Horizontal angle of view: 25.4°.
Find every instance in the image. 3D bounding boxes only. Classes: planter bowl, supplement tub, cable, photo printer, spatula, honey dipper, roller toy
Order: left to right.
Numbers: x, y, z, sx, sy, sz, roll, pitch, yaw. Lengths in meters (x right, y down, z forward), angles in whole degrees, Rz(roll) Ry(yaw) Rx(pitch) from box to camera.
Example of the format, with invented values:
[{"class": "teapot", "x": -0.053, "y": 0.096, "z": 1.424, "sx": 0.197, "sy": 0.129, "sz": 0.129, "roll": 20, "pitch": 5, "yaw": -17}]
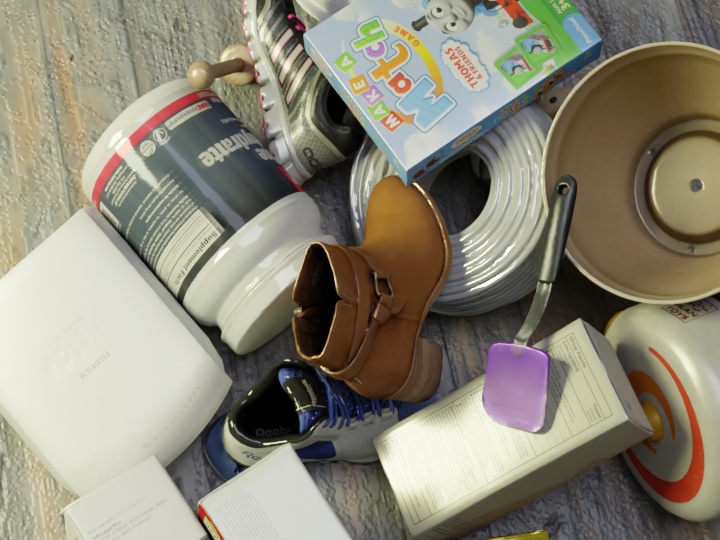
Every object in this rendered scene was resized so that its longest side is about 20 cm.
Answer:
[{"class": "photo printer", "x": -0.214, "y": 0.075, "z": 1.285, "sx": 0.166, "sy": 0.069, "sz": 0.200, "roll": -41, "pitch": 80, "yaw": -6}, {"class": "supplement tub", "x": -0.121, "y": -0.045, "z": 1.321, "sx": 0.140, "sy": 0.141, "sz": 0.200, "roll": -39, "pitch": 79, "yaw": -20}, {"class": "honey dipper", "x": -0.112, "y": -0.171, "z": 1.348, "sx": 0.038, "sy": 0.200, "sz": 0.038, "roll": 1, "pitch": 100, "yaw": 6}, {"class": "cable", "x": 0.085, "y": -0.065, "z": 1.356, "sx": 0.198, "sy": 0.069, "sz": 0.202, "roll": -9, "pitch": 74, "yaw": 26}, {"class": "spatula", "x": 0.137, "y": 0.022, "z": 1.237, "sx": 0.056, "sy": 0.021, "sz": 0.202, "roll": 9, "pitch": 78, "yaw": 33}, {"class": "planter bowl", "x": 0.260, "y": -0.071, "z": 1.284, "sx": 0.198, "sy": 0.134, "sz": 0.203, "roll": -2, "pitch": 86, "yaw": 25}, {"class": "roller toy", "x": 0.284, "y": 0.102, "z": 1.303, "sx": 0.139, "sy": 0.183, "sz": 0.202, "roll": -17, "pitch": 74, "yaw": -20}]

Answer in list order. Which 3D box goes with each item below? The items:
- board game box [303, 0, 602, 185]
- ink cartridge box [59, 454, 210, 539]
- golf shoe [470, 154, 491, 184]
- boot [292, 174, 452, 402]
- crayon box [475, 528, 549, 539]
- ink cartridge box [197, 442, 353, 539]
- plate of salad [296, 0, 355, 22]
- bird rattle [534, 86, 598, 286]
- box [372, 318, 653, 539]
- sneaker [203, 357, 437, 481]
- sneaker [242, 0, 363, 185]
[{"class": "board game box", "x": 0.076, "y": -0.186, "z": 1.321, "sx": 0.199, "sy": 0.037, "sz": 0.152, "roll": -34, "pitch": 74, "yaw": -9}, {"class": "ink cartridge box", "x": -0.138, "y": 0.256, "z": 1.199, "sx": 0.084, "sy": 0.145, "sz": 0.201, "roll": -31, "pitch": 77, "yaw": -20}, {"class": "golf shoe", "x": 0.103, "y": -0.170, "z": 1.456, "sx": 0.087, "sy": 0.077, "sz": 0.202, "roll": -5, "pitch": 70, "yaw": 16}, {"class": "boot", "x": 0.000, "y": 0.000, "z": 1.255, "sx": 0.076, "sy": 0.155, "sz": 0.202, "roll": -10, "pitch": 69, "yaw": 34}, {"class": "crayon box", "x": 0.104, "y": 0.316, "z": 1.266, "sx": 0.126, "sy": 0.051, "sz": 0.202, "roll": -5, "pitch": 69, "yaw": -11}, {"class": "ink cartridge box", "x": -0.037, "y": 0.253, "z": 1.204, "sx": 0.083, "sy": 0.176, "sz": 0.201, "roll": -31, "pitch": 76, "yaw": -15}, {"class": "plate of salad", "x": 0.024, "y": -0.303, "z": 1.490, "sx": 0.198, "sy": 0.048, "sz": 0.202, "roll": -6, "pitch": 65, "yaw": 13}, {"class": "bird rattle", "x": 0.205, "y": -0.087, "z": 1.418, "sx": 0.161, "sy": 0.113, "sz": 0.202, "roll": 15, "pitch": 78, "yaw": -11}, {"class": "box", "x": 0.121, "y": 0.132, "z": 1.270, "sx": 0.199, "sy": 0.078, "sz": 0.096, "roll": -30, "pitch": 64, "yaw": 16}, {"class": "sneaker", "x": -0.025, "y": 0.114, "z": 1.289, "sx": 0.197, "sy": 0.115, "sz": 0.081, "roll": -15, "pitch": 73, "yaw": -15}, {"class": "sneaker", "x": -0.045, "y": -0.177, "z": 1.381, "sx": 0.087, "sy": 0.074, "sz": 0.202, "roll": -14, "pitch": 77, "yaw": 13}]
